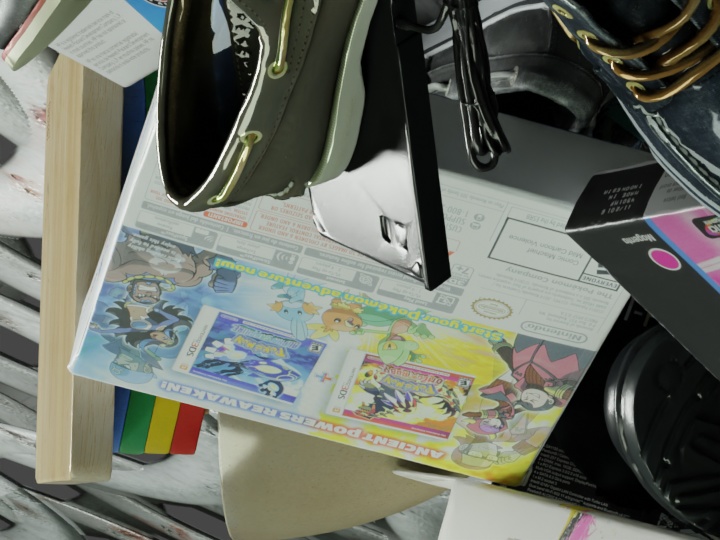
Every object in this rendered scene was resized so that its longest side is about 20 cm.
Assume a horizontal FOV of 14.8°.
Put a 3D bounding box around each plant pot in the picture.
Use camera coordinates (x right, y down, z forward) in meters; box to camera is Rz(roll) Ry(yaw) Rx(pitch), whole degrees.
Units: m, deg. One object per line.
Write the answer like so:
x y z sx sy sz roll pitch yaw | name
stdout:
0.013 0.027 1.269 0.134 0.200 0.200 2 160 3 | plant pot

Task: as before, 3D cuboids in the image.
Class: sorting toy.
-0.105 -0.002 1.267 0.070 0.200 0.199 2 175 -11 | sorting toy

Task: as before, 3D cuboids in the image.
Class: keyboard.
0.010 -0.088 0.936 0.127 0.021 0.200 26 132 50 | keyboard

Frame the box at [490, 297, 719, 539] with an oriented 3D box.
0.170 0.107 1.321 0.200 0.164 0.086 17 161 13 | box

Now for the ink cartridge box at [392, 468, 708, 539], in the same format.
0.109 0.139 1.169 0.200 0.068 0.116 12 174 46 | ink cartridge box

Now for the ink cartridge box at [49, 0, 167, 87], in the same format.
-0.133 -0.161 1.036 0.200 0.086 0.146 29 160 -19 | ink cartridge box

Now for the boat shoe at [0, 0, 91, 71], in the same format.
-0.088 -0.154 0.914 0.063 0.071 0.200 32 124 0 | boat shoe

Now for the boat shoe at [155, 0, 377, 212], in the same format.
-0.033 -0.101 0.915 0.072 0.060 0.202 45 144 34 | boat shoe

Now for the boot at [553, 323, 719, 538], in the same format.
0.127 0.064 1.167 0.200 0.076 0.168 29 174 -40 | boot

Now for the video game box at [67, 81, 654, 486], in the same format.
0.000 0.000 1.095 0.200 0.047 0.182 15 138 -8 | video game box

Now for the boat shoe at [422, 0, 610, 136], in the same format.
0.055 -0.062 1.128 0.074 0.068 0.199 28 161 -17 | boat shoe

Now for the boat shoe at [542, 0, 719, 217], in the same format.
0.093 -0.081 0.870 0.200 0.071 0.091 54 -160 -7 | boat shoe

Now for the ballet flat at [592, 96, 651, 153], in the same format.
0.147 -0.019 1.174 0.074 0.074 0.200 13 158 27 | ballet flat

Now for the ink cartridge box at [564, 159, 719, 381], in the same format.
0.173 0.030 1.008 0.200 0.037 0.095 40 153 -24 | ink cartridge box
